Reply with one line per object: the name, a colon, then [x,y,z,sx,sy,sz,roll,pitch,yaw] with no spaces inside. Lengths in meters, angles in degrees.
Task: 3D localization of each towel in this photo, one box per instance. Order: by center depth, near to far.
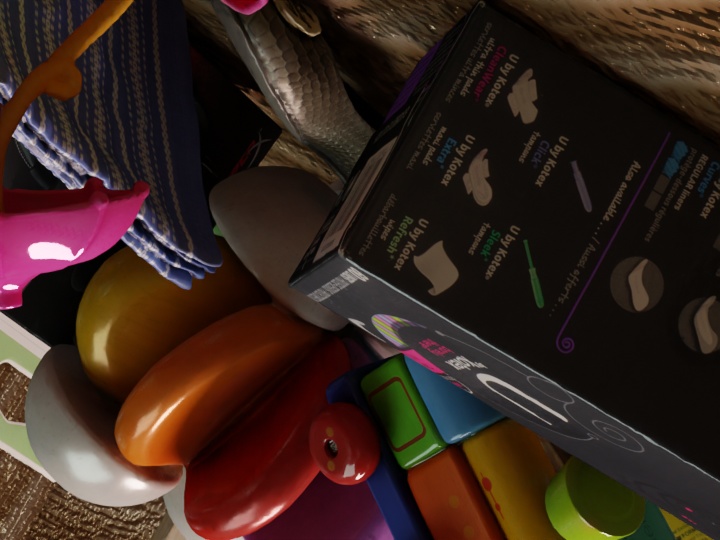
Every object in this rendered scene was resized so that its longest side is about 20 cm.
towel: [-0.104,-0.091,0.979,0.024,0.145,0.200,-14,155,14]

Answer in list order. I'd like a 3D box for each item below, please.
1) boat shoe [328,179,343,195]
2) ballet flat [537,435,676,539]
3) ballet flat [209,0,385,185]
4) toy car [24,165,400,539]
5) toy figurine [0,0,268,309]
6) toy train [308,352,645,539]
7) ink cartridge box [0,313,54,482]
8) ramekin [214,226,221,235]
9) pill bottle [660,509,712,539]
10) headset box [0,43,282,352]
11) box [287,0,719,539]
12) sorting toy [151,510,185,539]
boat shoe: [0.000,0.000,1.271,0.071,0.070,0.200,40,147,9]
ballet flat: [0.076,0.067,1.094,0.062,0.200,0.067,-31,164,38]
ballet flat: [-0.006,-0.067,1.032,0.200,0.046,0.067,51,-171,-50]
toy car: [-0.033,0.067,1.120,0.200,0.175,0.150,32,-160,-42]
toy figurine: [-0.114,-0.086,0.808,0.200,0.184,0.150,33,170,-12]
toy train: [0.071,0.111,1.012,0.116,0.085,0.200,-36,76,46]
ink cartridge box: [-0.157,-0.007,1.306,0.048,0.200,0.146,22,169,27]
ramekin: [-0.158,-0.012,1.595,0.200,0.098,0.200,29,171,5]
pill bottle: [0.102,0.108,1.237,0.200,0.112,0.112,54,178,17]
headset box: [-0.147,-0.063,1.127,0.077,0.149,0.200,31,172,38]
box: [0.090,0.007,0.915,0.200,0.106,0.122,30,171,-5]
sorting toy: [0.016,0.129,1.486,0.199,0.200,0.070,34,172,-23]
